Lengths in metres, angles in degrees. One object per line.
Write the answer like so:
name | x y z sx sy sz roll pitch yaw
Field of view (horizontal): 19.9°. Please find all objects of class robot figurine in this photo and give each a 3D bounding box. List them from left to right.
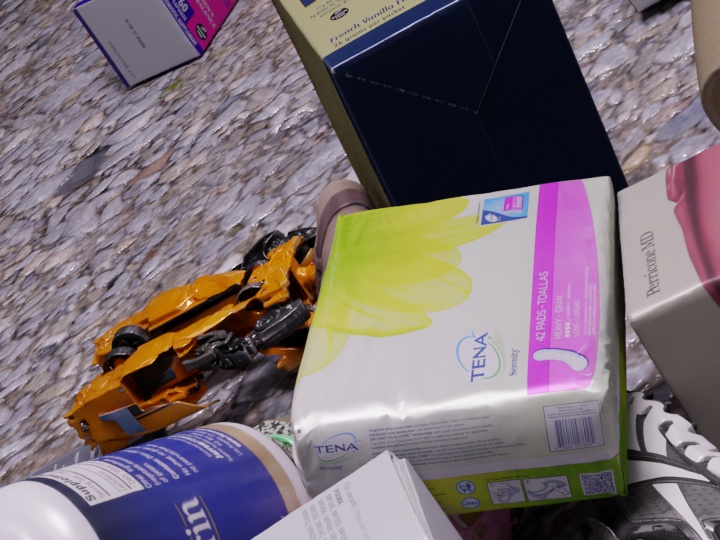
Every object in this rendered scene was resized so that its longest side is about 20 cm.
robot figurine | -0.097 0.044 1.348 0.199 0.058 0.145 -25 25 21

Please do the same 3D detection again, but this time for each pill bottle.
pill bottle | -0.124 0.150 0.997 0.115 0.117 0.199 -8 4 45

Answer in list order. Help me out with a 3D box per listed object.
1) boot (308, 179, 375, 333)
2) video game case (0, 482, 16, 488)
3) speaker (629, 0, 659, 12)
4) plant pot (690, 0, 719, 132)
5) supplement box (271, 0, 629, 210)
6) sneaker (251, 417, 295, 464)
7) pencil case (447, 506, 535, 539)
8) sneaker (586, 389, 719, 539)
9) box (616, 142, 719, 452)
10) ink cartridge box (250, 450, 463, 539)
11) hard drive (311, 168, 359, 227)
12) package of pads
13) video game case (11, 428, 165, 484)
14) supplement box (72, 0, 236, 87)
boot | 0.000 0.000 1.203 0.070 0.201 0.147 -1 44 -9
video game case | -0.247 0.215 1.253 0.199 0.046 0.182 -18 37 29
speaker | 0.265 -0.266 1.462 0.199 0.081 0.081 -29 25 15
plant pot | 0.266 -0.170 1.197 0.186 0.187 0.201 -9 48 44
supplement box | 0.053 -0.107 1.264 0.134 0.201 0.200 -28 29 -2
sneaker | -0.037 0.114 1.141 0.077 0.089 0.200 -36 24 -3
pencil case | 0.035 0.127 1.024 0.083 0.087 0.200 -21 25 52
sneaker | 0.134 0.114 0.947 0.090 0.067 0.200 -38 26 -14
box | 0.236 -0.010 0.992 0.199 0.109 0.128 -26 26 18
ink cartridge box | -0.024 0.198 0.899 0.199 0.146 0.083 -34 25 3
hard drive | 0.026 -0.046 1.433 0.131 0.027 0.200 -12 32 40
package of pads | 0.050 0.035 0.991 0.153 0.069 0.201 -8 31 12
video game case | -0.218 0.175 1.353 0.199 0.019 0.143 -30 24 14
supplement box | -0.191 -0.292 2.076 0.103 0.101 0.201 -19 29 31
